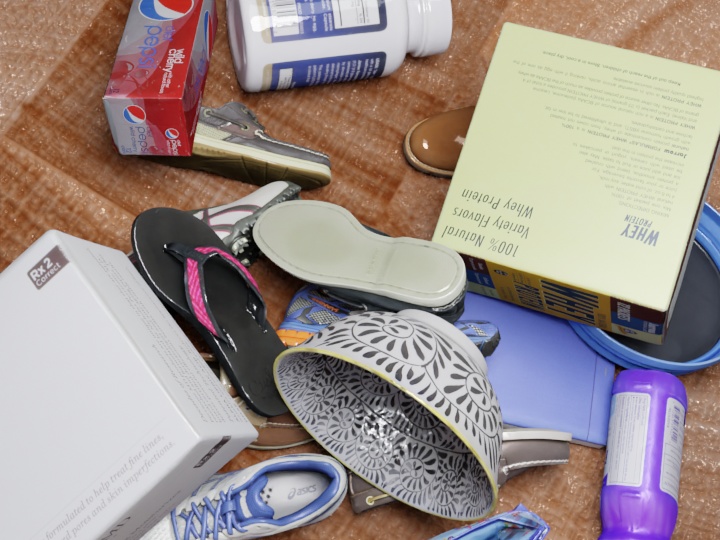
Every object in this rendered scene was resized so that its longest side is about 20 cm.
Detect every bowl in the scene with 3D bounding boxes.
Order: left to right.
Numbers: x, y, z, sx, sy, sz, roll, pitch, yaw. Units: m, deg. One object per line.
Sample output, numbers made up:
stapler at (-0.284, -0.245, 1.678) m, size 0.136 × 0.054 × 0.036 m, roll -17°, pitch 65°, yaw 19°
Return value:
bowl at (0.039, 0.093, 0.936) m, size 0.200 × 0.201 × 0.094 m, roll 36°, pitch 64°, yaw 3°
bowl at (0.270, 0.006, 1.125) m, size 0.198 × 0.039 × 0.203 m, roll 6°, pitch 59°, yaw -10°

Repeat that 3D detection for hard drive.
hard drive at (0.133, 0.075, 1.102) m, size 0.198 × 0.025 × 0.133 m, roll 13°, pitch 70°, yaw -6°

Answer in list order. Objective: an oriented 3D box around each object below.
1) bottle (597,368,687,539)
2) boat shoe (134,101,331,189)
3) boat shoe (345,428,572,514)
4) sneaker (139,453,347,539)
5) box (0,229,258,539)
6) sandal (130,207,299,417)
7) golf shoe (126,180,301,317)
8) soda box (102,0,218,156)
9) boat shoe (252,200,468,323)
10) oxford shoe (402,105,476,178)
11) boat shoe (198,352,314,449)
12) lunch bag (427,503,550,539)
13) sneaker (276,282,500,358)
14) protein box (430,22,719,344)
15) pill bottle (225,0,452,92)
bottle at (0.242, 0.191, 1.051) m, size 0.065 × 0.084 × 0.202 m, roll 2°, pitch 68°, yaw 24°
boat shoe at (-0.119, -0.122, 1.098) m, size 0.198 × 0.073 × 0.066 m, roll 13°, pitch 74°, yaw -6°
boat shoe at (0.086, 0.169, 1.038) m, size 0.197 × 0.072 × 0.060 m, roll -4°, pitch 78°, yaw -8°
sneaker at (-0.105, 0.189, 0.985) m, size 0.198 × 0.088 × 0.076 m, roll -19°, pitch 78°, yaw -13°
box at (-0.223, 0.112, 0.922) m, size 0.199 × 0.131 × 0.201 m, roll -41°, pitch 76°, yaw 7°
sandal at (-0.108, 0.026, 0.982) m, size 0.075 × 0.045 × 0.201 m, roll -36°, pitch 89°, yaw -32°
golf shoe at (-0.140, -0.030, 1.064) m, size 0.199 × 0.077 × 0.088 m, roll -38°, pitch 72°, yaw -21°
soda box at (-0.171, -0.188, 1.071) m, size 0.069 × 0.064 × 0.201 m, roll 1°, pitch 46°, yaw 3°
boat shoe at (0.001, -0.002, 1.000) m, size 0.197 × 0.066 × 0.075 m, roll 13°, pitch 61°, yaw 26°
oxford shoe at (0.138, -0.136, 1.153) m, size 0.198 × 0.071 × 0.072 m, roll -9°, pitch 74°, yaw -12°
boat shoe at (-0.107, 0.107, 1.021) m, size 0.197 × 0.072 × 0.077 m, roll 3°, pitch 71°, yaw -9°
lunch bag at (0.057, 0.247, 0.961) m, size 0.199 × 0.151 × 0.094 m, roll -35°, pitch 80°, yaw -19°
sneaker at (0.022, 0.045, 1.046) m, size 0.197 × 0.076 × 0.079 m, roll 4°, pitch 66°, yaw 9°
protein box at (0.189, -0.070, 1.024) m, size 0.196 × 0.135 × 0.202 m, roll 16°, pitch 79°, yaw 16°
pill bottle at (-0.020, -0.233, 1.135) m, size 0.198 × 0.111 × 0.112 m, roll -9°, pitch 73°, yaw -13°
